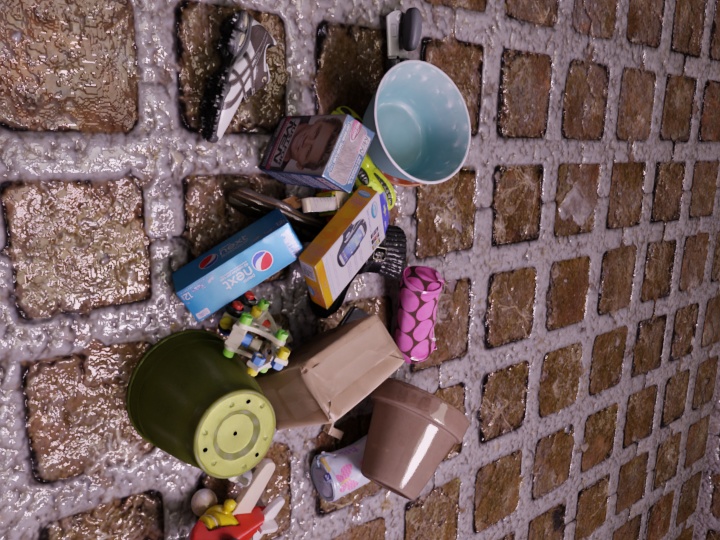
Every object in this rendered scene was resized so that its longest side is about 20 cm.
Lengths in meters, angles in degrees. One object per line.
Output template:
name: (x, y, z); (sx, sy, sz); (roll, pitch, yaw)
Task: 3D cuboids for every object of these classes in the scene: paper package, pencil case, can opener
paper package: (-0.058, 0.172, 1.016); (0.190, 0.199, 0.105); (-31, 93, -38)
pencil case: (0.117, 0.087, 1.201); (0.092, 0.091, 0.202); (1, 129, -3)
can opener: (0.076, -0.375, 1.114); (0.052, 0.066, 0.204); (-14, 114, -33)
pencil case: (-0.003, 0.383, 1.212); (0.198, 0.083, 0.092); (-14, 66, -35)

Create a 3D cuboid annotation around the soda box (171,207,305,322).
soda box: (-0.189, -0.011, 0.940); (0.198, 0.068, 0.065); (-32, 124, -6)

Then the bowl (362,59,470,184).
bowl: (0.081, -0.239, 1.027); (0.198, 0.105, 0.205); (3, 85, -30)

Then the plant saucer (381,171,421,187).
plant saucer: (0.103, -0.257, 1.138); (0.197, 0.032, 0.203); (-10, 124, -14)

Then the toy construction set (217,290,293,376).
toy construction set: (-0.160, 0.102, 0.975); (0.130, 0.200, 0.093); (30, 90, 1)

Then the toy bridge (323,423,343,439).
toy bridge: (-0.024, 0.228, 1.193); (0.067, 0.027, 0.202); (33, 78, -37)

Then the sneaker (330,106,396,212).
sneaker: (-0.007, -0.193, 1.085); (0.073, 0.083, 0.202); (-28, 99, -10)

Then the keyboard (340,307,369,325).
keyboard: (-0.017, 0.183, 1.167); (0.126, 0.021, 0.201); (37, 72, -12)

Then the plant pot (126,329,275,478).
plant pot: (-0.228, 0.214, 0.921); (0.198, 0.192, 0.204); (-10, 107, -37)

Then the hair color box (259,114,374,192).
hair color box: (-0.074, -0.186, 0.946); (0.060, 0.199, 0.101); (26, 84, -38)

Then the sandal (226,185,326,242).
sandal: (-0.132, -0.103, 1.014); (0.198, 0.081, 0.056); (24, 64, -32)

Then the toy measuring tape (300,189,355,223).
toy measuring tape: (-0.061, -0.109, 1.000); (0.199, 0.072, 0.075); (-19, 114, -61)

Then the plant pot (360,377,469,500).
plant pot: (0.086, 0.325, 1.138); (0.200, 0.198, 0.176); (43, 64, -36)

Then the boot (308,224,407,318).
boot: (0.002, 0.000, 1.127); (0.156, 0.079, 0.214); (21, 86, -39)

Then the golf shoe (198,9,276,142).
golf shoe: (-0.182, -0.284, 0.918); (0.094, 0.077, 0.203); (17, 91, -40)

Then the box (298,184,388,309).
box: (-0.020, -0.047, 1.004); (0.201, 0.041, 0.120); (-53, 153, -27)

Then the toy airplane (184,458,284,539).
toy airplane: (-0.224, 0.421, 1.027); (0.200, 0.140, 0.200); (-45, 162, -31)
